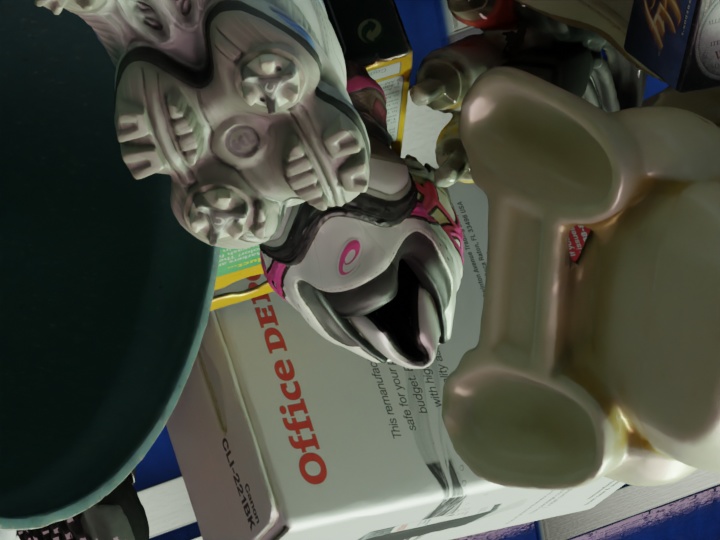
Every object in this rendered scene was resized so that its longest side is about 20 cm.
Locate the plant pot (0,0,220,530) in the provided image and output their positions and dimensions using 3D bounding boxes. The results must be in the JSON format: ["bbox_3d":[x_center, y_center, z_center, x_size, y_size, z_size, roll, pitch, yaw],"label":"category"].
[{"bbox_3d":[-0.147,-0.030,0.750,0.134,0.202,0.200,-1,172,29],"label":"plant pot"}]

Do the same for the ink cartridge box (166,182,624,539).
[{"bbox_3d":[0.015,0.042,1.152,0.199,0.145,0.084,-8,159,-30],"label":"ink cartridge box"}]

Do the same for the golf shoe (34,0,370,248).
[{"bbox_3d":[-0.059,-0.105,0.727,0.078,0.097,0.201,-16,124,10],"label":"golf shoe"}]

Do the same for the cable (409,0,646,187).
[{"bbox_3d":[0.066,-0.088,0.997,0.050,0.098,0.200,6,-170,17],"label":"cable"}]

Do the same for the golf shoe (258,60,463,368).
[{"bbox_3d":[0.000,0.000,0.941,0.072,0.093,0.200,-22,163,7],"label":"golf shoe"}]

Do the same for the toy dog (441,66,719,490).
[{"bbox_3d":[0.152,-0.007,0.897,0.199,0.140,0.193,-10,-169,-39],"label":"toy dog"}]

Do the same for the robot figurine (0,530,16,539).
[{"bbox_3d":[-0.177,0.034,0.887,0.199,0.170,0.113,-14,-153,15],"label":"robot figurine"}]

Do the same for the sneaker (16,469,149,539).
[{"bbox_3d":[-0.116,0.054,1.062,0.090,0.070,0.200,-28,-153,-19],"label":"sneaker"}]

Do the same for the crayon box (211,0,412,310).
[{"bbox_3d":[-0.051,-0.044,0.989,0.125,0.052,0.200,-17,161,-8],"label":"crayon box"}]

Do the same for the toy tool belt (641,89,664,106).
[{"bbox_3d":[0.181,-0.019,1.055,0.123,0.200,0.125,-30,140,2],"label":"toy tool belt"}]

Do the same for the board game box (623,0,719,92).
[{"bbox_3d":[0.188,-0.137,0.881,0.199,0.035,0.136,-11,126,-30],"label":"board game box"}]

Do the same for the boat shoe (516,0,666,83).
[{"bbox_3d":[0.111,-0.114,0.916,0.069,0.074,0.200,-27,159,32],"label":"boat shoe"}]
